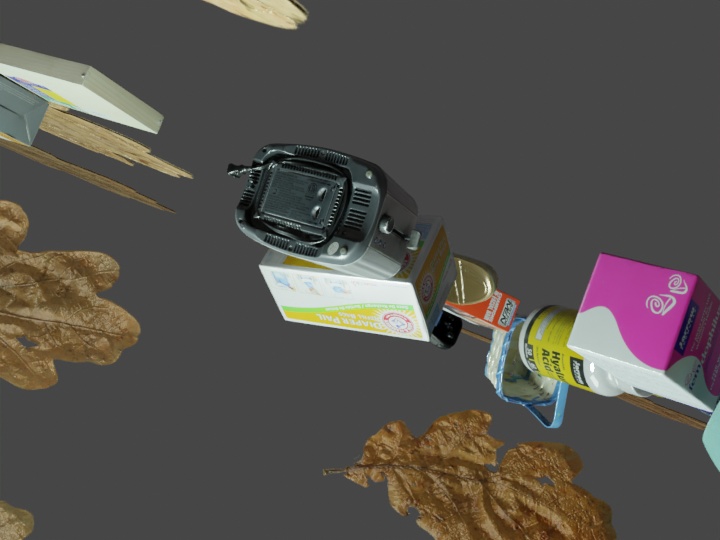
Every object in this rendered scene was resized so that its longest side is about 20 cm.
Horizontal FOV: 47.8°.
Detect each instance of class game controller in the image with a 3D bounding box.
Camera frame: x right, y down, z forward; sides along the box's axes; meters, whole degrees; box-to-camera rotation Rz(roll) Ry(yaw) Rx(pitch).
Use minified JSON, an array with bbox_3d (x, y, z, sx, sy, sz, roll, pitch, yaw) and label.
[{"bbox_3d":[0.092,0.050,1.398,0.200,0.104,0.042,41,133,-5],"label":"game controller"}]

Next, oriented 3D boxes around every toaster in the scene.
[{"bbox_3d":[-0.035,-0.059,0.857,0.200,0.114,0.129,15,175,31],"label":"toaster"}]

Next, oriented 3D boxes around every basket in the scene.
[{"bbox_3d":[0.308,0.157,1.418,0.139,0.177,0.200,8,-168,-16],"label":"basket"}]

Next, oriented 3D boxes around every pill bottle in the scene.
[{"bbox_3d":[0.335,0.117,1.174,0.111,0.112,0.200,25,173,-33],"label":"pill bottle"}]

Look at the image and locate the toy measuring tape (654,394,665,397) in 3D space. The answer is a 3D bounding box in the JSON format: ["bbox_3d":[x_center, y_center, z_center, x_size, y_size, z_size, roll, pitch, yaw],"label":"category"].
[{"bbox_3d":[0.447,0.153,1.284,0.200,0.074,0.074,20,176,-24],"label":"toy measuring tape"}]

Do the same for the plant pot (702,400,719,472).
[{"bbox_3d":[0.427,0.154,0.764,0.161,0.201,0.201,33,-179,32],"label":"plant pot"}]

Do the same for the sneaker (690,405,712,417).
[{"bbox_3d":[0.618,0.223,1.328,0.200,0.070,0.082,21,172,29],"label":"sneaker"}]

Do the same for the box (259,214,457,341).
[{"bbox_3d":[0.000,0.000,0.971,0.200,0.113,0.101,6,139,25],"label":"box"}]

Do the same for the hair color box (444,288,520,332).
[{"bbox_3d":[0.153,0.035,1.347,0.200,0.064,0.111,23,175,-30],"label":"hair color box"}]

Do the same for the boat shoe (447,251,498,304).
[{"bbox_3d":[0.130,0.004,1.157,0.065,0.072,0.200,-18,-169,-32],"label":"boat shoe"}]

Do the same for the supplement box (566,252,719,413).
[{"bbox_3d":[0.304,0.067,0.828,0.103,0.101,0.200,17,173,41],"label":"supplement box"}]

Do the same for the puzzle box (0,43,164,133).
[{"bbox_3d":[-0.348,-0.220,0.964,0.200,0.025,0.133,19,175,27],"label":"puzzle box"}]

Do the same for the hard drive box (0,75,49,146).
[{"bbox_3d":[-0.601,-0.268,1.227,0.200,0.077,0.156,19,174,34],"label":"hard drive box"}]
